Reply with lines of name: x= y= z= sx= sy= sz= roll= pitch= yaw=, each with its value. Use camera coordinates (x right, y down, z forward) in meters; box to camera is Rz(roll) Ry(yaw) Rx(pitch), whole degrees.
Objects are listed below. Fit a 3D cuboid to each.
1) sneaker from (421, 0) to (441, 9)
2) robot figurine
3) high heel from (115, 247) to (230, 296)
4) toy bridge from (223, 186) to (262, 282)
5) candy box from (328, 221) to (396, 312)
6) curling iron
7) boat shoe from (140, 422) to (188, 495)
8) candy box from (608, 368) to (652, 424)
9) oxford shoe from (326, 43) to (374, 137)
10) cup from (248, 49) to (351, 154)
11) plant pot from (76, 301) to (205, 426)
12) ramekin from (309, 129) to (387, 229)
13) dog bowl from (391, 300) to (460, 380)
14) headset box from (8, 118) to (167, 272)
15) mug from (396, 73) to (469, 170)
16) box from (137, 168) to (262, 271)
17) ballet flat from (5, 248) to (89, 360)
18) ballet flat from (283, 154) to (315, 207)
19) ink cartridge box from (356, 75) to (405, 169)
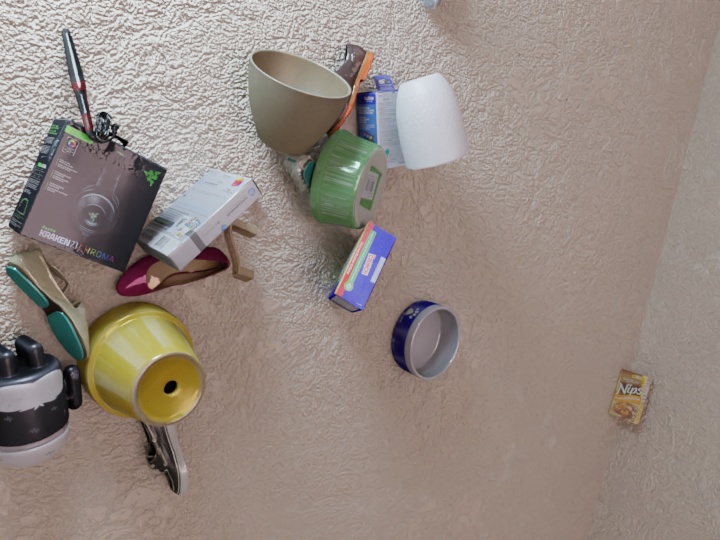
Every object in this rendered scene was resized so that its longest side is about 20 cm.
sneaker: x=0.191 y=-0.706 z=1.375 sx=0.081 sy=0.074 sz=0.204 roll=3 pitch=99 yaw=-40
robot figurine: x=-0.538 y=0.210 z=0.950 sx=0.147 sy=0.125 sz=0.204 roll=-4 pitch=106 yaw=-9
high heel: x=-0.339 y=0.004 z=1.083 sx=0.198 sy=0.095 sz=0.069 roll=-31 pitch=125 yaw=-31
toy bridge: x=-0.231 y=-0.084 z=1.152 sx=0.067 sy=0.027 sz=0.204 roll=23 pitch=61 yaw=-43
candy box: x=0.000 y=0.000 z=1.316 sx=0.076 sy=0.200 sz=0.171 roll=27 pitch=81 yaw=-4
curling iron: x=-0.426 y=-0.283 z=0.918 sx=0.049 sy=0.025 sz=0.203 roll=-13 pitch=75 yaw=-53
boat shoe: x=-0.388 y=0.353 z=1.159 sx=0.063 sy=0.070 sz=0.204 roll=-21 pitch=107 yaw=-36
candy box: x=1.145 y=0.533 z=2.525 sx=0.055 sy=0.114 sz=0.204 roll=15 pitch=92 yaw=-43
oxford shoe: x=-0.042 y=-0.386 z=1.277 sx=0.072 sy=0.071 sz=0.203 roll=24 pitch=88 yaw=-13
cup: x=-0.132 y=-0.312 z=1.142 sx=0.198 sy=0.201 sz=0.145 roll=-8 pitch=134 yaw=-39
plant pot: x=-0.369 y=0.176 z=1.044 sx=0.198 sy=0.187 sz=0.205 roll=-13 pitch=111 yaw=-38
ramekin: x=-0.019 y=-0.186 z=1.259 sx=0.200 sy=0.096 sz=0.204 roll=19 pitch=90 yaw=-72
dog bowl: x=0.178 y=0.186 z=1.603 sx=0.197 sy=0.078 sz=0.204 roll=-13 pitch=110 yaw=-38
headset box: x=-0.436 y=-0.126 z=0.967 sx=0.173 sy=0.092 sz=0.203 roll=27 pitch=83 yaw=-43
mug: x=0.157 y=-0.338 z=1.317 sx=0.200 sy=0.145 sz=0.178 roll=-51 pitch=129 yaw=-60
box: x=-0.292 y=-0.097 z=1.061 sx=0.200 sy=0.155 sz=0.041 roll=-49 pitch=130 yaw=-21
ballet flat: x=-0.494 y=0.053 z=0.980 sx=0.069 sy=0.069 sz=0.202 roll=-38 pitch=117 yaw=-27
ballet flat: x=-0.110 y=-0.186 z=1.248 sx=0.072 sy=0.071 sz=0.201 roll=-57 pitch=159 yaw=-14
ink cartridge box: x=0.064 y=-0.340 z=1.361 sx=0.135 sy=0.076 sz=0.204 roll=-16 pitch=113 yaw=-39
